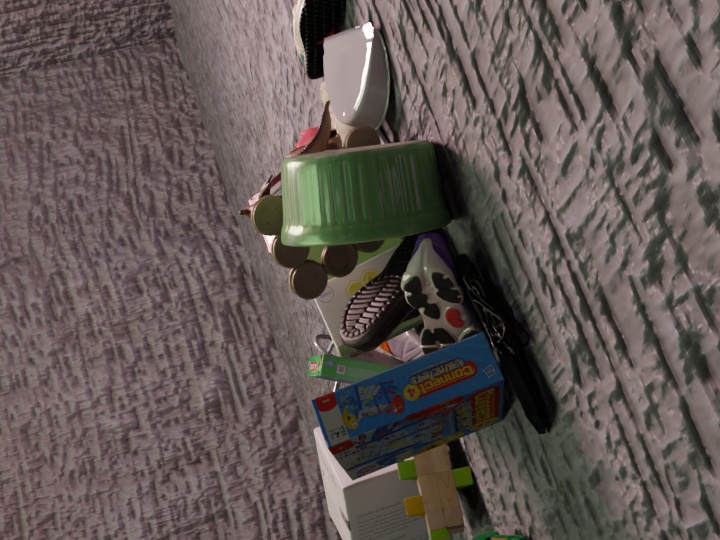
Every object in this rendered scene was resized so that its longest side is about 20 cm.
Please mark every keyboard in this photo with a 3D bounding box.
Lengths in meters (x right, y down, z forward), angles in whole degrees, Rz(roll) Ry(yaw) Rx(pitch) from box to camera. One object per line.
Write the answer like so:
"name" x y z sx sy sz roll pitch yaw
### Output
"keyboard" 0.157 0.069 1.038 0.201 0.039 0.104 67 -171 26

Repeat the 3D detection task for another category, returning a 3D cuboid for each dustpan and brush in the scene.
"dustpan and brush" 0.003 -0.206 1.274 0.139 0.057 0.202 5 95 60

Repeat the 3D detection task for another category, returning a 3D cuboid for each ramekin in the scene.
"ramekin" 0.001 -0.092 1.133 0.200 0.198 0.099 -157 59 -75

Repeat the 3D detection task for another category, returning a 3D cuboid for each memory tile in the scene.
"memory tile" -0.032 -0.072 1.238 0.154 0.200 0.017 59 163 -25

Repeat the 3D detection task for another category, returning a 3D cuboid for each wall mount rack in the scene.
"wall mount rack" 0.013 0.170 1.375 0.075 0.199 0.174 -62 15 21

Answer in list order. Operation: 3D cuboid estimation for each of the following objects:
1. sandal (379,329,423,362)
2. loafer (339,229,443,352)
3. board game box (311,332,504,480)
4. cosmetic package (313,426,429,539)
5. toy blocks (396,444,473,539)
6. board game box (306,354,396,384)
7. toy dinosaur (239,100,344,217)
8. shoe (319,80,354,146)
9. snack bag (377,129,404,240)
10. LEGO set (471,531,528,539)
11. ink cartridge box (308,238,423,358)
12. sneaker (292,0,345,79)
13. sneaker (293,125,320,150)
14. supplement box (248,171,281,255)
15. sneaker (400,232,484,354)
"sandal" 0.062 0.085 1.420 0.206 0.059 0.080 38 143 34
"loafer" 0.051 0.033 1.157 0.073 0.200 0.072 0 128 44
"board game box" 0.059 0.157 1.093 0.200 0.195 0.056 70 178 -68
"cosmetic package" 0.033 0.359 1.634 0.165 0.164 0.201 -127 24 -57
"toy blocks" 0.109 0.309 1.430 0.137 0.099 0.201 78 180 -66
"board game box" 0.036 0.140 1.272 0.135 0.198 0.029 151 130 -78
"toy dinosaur" -0.080 -0.120 1.279 0.086 0.135 0.201 62 149 33
"shoe" -0.021 -0.179 1.346 0.070 0.053 0.201 104 145 -63
"snack bag" 0.021 -0.129 1.395 0.189 0.021 0.201 87 162 -46
"LEGO set" 0.139 0.408 1.210 0.154 0.199 0.117 -29 78 57
"ink cartridge box" 0.000 0.000 1.314 0.201 0.145 0.048 64 -177 15
"sneaker" -0.071 -0.363 1.388 0.200 0.070 0.094 92 153 -63
"sneaker" -0.063 -0.151 1.439 0.201 0.086 0.074 -83 -9 -54
"supplement box" -0.063 -0.057 1.480 0.200 0.085 0.111 28 -150 -50
"sneaker" 0.104 0.035 1.123 0.201 0.080 0.084 70 -157 -45
